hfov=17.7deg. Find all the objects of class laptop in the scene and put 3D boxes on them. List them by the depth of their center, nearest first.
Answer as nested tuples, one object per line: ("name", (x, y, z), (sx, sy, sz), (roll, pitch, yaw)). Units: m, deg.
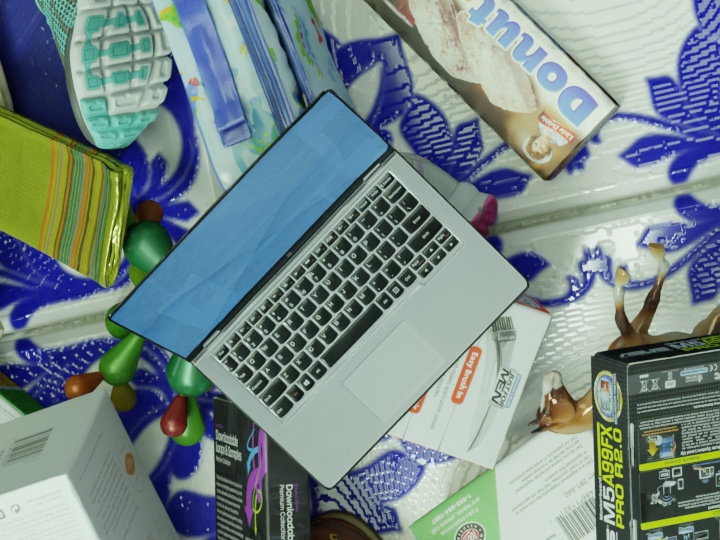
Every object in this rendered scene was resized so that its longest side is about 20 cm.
("laptop", (-0.020, 0.018, 1.409), (0.200, 0.116, 0.187), (44, 94, -12))

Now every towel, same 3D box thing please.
("towel", (-0.234, -0.061, 1.596), (0.199, 0.018, 0.087), (25, 113, 35))
("towel", (-0.218, -0.178, 1.661), (0.200, 0.050, 0.148), (40, 112, 12))

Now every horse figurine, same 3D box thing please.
("horse figurine", (0.209, 0.042, 1.481), (0.050, 0.199, 0.133), (45, 135, 48))

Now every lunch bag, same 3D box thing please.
("lunch bag", (-0.072, -0.141, 1.555), (0.082, 0.161, 0.201), (-23, 84, 16))

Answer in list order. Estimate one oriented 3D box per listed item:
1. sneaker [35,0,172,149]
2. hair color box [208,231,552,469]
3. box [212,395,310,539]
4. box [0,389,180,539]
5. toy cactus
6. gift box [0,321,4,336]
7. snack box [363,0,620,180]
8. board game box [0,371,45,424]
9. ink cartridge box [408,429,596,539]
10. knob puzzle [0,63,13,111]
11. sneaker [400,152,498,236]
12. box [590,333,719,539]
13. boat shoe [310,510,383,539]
("sneaker", (-0.183, -0.177, 1.577), (0.091, 0.077, 0.201), (-18, 75, 57))
("hair color box", (0.011, 0.042, 1.508), (0.199, 0.064, 0.111), (20, 98, -9))
("box", (-0.066, 0.187, 1.578), (0.036, 0.143, 0.201), (-3, 92, -17))
("box", (-0.186, 0.205, 1.581), (0.097, 0.125, 0.201), (-19, 110, 15))
("toy cactus", (-0.139, 0.025, 1.592), (0.165, 0.102, 0.201), (-9, 92, 53))
("gift box", (-0.383, 0.017, 1.609), (0.185, 0.186, 0.200), (51, 118, 28))
("snack box", (0.082, -0.155, 1.578), (0.200, 0.024, 0.072), (46, 102, 11))
("board game box", (-0.286, 0.185, 1.693), (0.153, 0.040, 0.200), (38, 102, 13))
("ink cartridge box", (0.152, 0.208, 1.535), (0.145, 0.084, 0.201), (-37, 80, 14))
("knob puzzle", (-0.317, -0.122, 1.679), (0.219, 0.030, 0.221), (11, 113, 28))
("sneaker", (0.000, 0.000, 1.585), (0.088, 0.081, 0.200), (44, 95, 13))
("box", (0.240, 0.120, 1.453), (0.199, 0.044, 0.161), (-8, 101, -25))
("boat shoe", (0.030, 0.243, 1.583), (0.200, 0.068, 0.072), (38, 101, 13))
